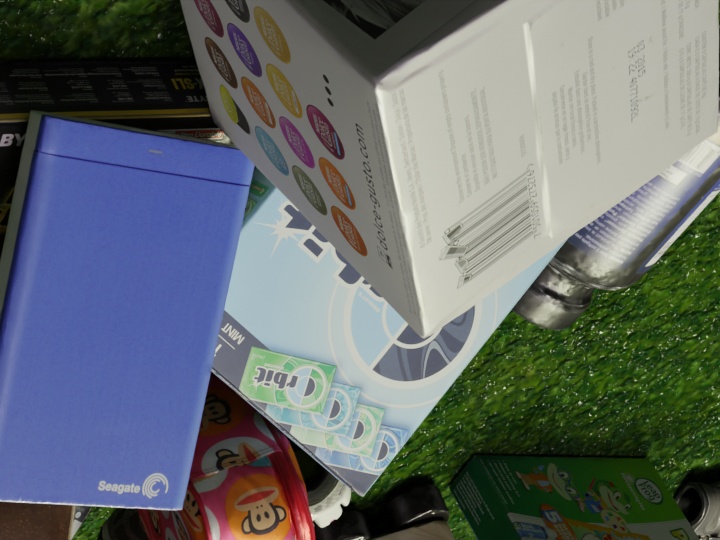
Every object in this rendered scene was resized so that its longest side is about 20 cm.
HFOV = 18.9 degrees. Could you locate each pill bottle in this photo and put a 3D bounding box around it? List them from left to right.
[{"bbox_3d":[0.159,-0.061,1.349,0.111,0.112,0.200,11,129,-43],"label":"pill bottle"}]

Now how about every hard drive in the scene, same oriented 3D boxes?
[{"bbox_3d":[-0.133,0.025,1.148,0.131,0.025,0.202,7,98,-37],"label":"hard drive"}]

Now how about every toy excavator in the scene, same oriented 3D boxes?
[{"bbox_3d":[-0.014,0.272,1.672,0.193,0.100,0.201,-15,152,-17],"label":"toy excavator"}]

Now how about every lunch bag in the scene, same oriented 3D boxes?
[{"bbox_3d":[-0.093,0.149,1.340,0.081,0.200,0.177,-16,130,-18],"label":"lunch bag"}]

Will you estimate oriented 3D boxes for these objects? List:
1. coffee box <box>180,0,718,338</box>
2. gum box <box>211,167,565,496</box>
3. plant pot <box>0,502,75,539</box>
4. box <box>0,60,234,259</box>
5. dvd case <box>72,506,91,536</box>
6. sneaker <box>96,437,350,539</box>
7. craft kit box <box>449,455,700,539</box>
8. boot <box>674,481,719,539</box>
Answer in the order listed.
[{"bbox_3d":[0.040,-0.133,1.070,0.199,0.198,0.200,-34,147,-16],"label":"coffee box"},{"bbox_3d":[0.000,0.000,1.253,0.170,0.044,0.200,42,83,-27],"label":"gum box"},{"bbox_3d":[-0.269,0.135,1.244,0.198,0.188,0.188,8,135,-11],"label":"plant pot"},{"bbox_3d":[-0.173,-0.041,1.194,0.198,0.050,0.160,-4,140,-32],"label":"box"},{"bbox_3d":[-0.273,0.210,1.390,0.201,0.025,0.150,-57,144,-4],"label":"dvd case"},{"bbox_3d":[-0.090,0.151,1.475,0.198,0.074,0.088,-17,144,-26],"label":"sneaker"},{"bbox_3d":[0.191,0.230,1.660,0.196,0.201,0.049,7,131,-41],"label":"craft kit box"},{"bbox_3d":[0.317,0.242,1.894,0.130,0.070,0.201,-12,131,-18],"label":"boot"}]
